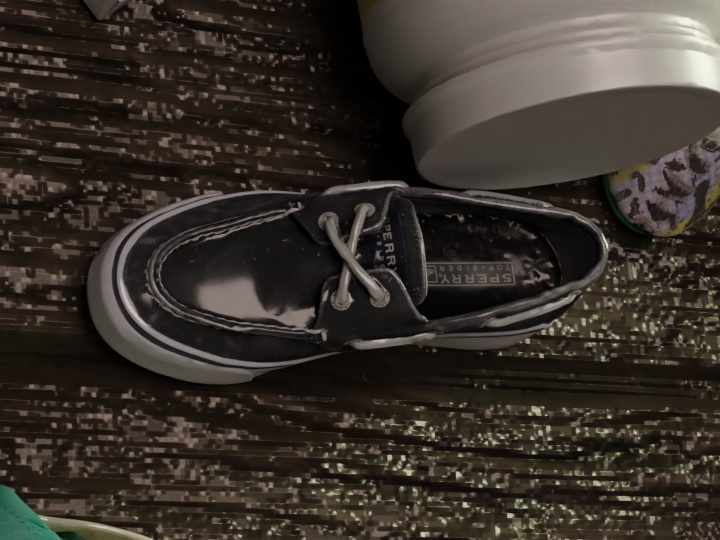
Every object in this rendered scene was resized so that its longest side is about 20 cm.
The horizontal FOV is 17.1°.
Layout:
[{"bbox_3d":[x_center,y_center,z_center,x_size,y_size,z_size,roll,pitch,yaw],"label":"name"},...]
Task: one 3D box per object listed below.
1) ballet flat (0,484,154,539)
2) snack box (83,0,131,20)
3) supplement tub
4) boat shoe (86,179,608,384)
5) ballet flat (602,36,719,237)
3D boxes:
[{"bbox_3d":[-0.060,0.136,0.807,0.200,0.067,0.071,35,69,-13],"label":"ballet flat"},{"bbox_3d":[-0.128,-0.195,0.904,0.072,0.024,0.200,-37,93,-31],"label":"snack box"},{"bbox_3d":[0.064,-0.145,0.919,0.145,0.145,0.201,-3,76,-29],"label":"supplement tub"},{"bbox_3d":[0.000,0.000,0.884,0.199,0.068,0.072,2,73,-27],"label":"boat shoe"},{"bbox_3d":[0.156,-0.107,1.002,0.072,0.072,0.201,32,62,-15],"label":"ballet flat"}]
